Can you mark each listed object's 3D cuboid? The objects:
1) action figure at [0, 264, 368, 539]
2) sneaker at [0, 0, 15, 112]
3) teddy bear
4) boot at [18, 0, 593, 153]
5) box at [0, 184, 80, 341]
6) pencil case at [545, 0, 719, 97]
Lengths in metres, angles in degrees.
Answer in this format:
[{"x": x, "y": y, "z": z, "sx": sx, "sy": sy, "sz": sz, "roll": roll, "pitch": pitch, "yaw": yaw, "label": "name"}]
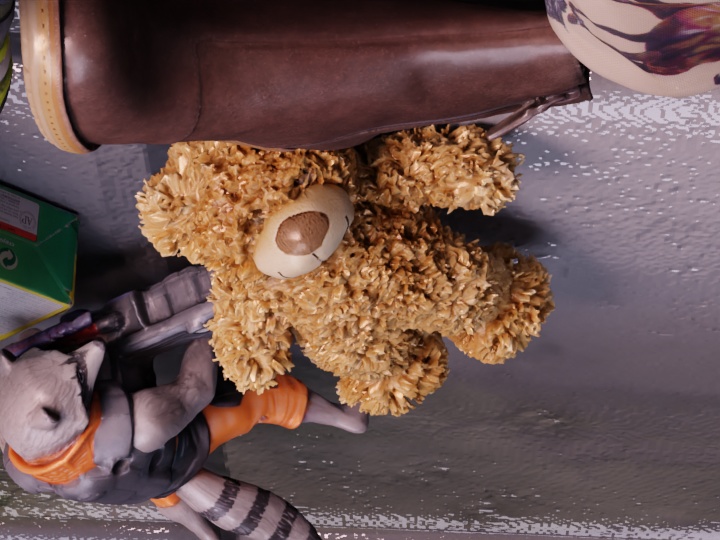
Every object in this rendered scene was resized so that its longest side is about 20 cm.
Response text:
[{"x": -0.072, "y": 0.060, "z": 1.243, "sx": 0.200, "sy": 0.105, "sz": 0.193, "roll": -27, "pitch": 153, "yaw": 33, "label": "action figure"}, {"x": -0.207, "y": -0.106, "z": 0.976, "sx": 0.200, "sy": 0.074, "sz": 0.081, "roll": 8, "pitch": 140, "yaw": -16, "label": "sneaker"}, {"x": 0.000, "y": 0.000, "z": 1.132, "sx": 0.145, "sy": 0.067, "sz": 0.200, "roll": -13, "pitch": 145, "yaw": 6, "label": "teddy bear"}, {"x": -0.013, "y": -0.077, "z": 0.957, "sx": 0.166, "sy": 0.072, "sz": 0.200, "roll": -4, "pitch": 177, "yaw": 12, "label": "boot"}, {"x": -0.222, "y": 0.008, "z": 1.229, "sx": 0.117, "sy": 0.048, "sz": 0.200, "roll": 23, "pitch": 146, "yaw": -36, "label": "box"}, {"x": 0.095, "y": -0.128, "z": 0.862, "sx": 0.089, "sy": 0.078, "sz": 0.200, "roll": 5, "pitch": 155, "yaw": 7, "label": "pencil case"}]
